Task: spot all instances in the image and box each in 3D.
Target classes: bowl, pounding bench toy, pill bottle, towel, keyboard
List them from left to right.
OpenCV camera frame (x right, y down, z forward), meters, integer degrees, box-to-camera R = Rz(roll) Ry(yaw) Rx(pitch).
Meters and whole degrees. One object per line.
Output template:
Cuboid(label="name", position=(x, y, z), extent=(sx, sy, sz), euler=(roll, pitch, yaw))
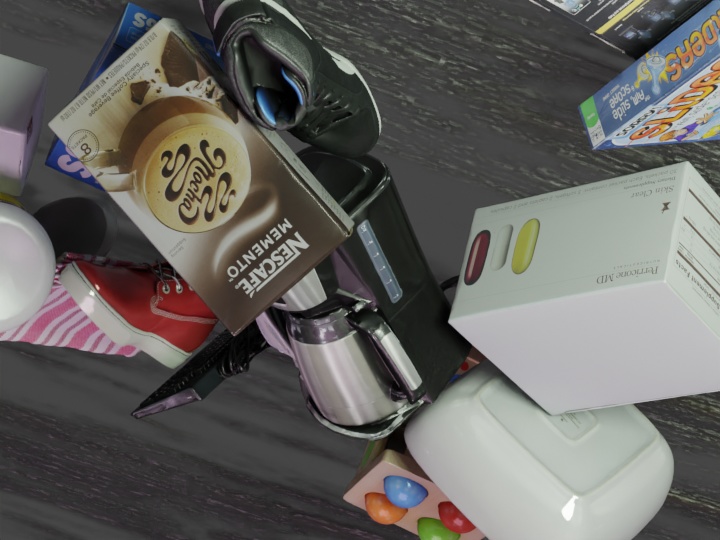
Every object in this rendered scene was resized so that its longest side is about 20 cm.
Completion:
Cuboid(label="pill bottle", position=(-0.327, -0.022, 1.579), extent=(0.109, 0.110, 0.200), euler=(32, 180, -26))
Cuboid(label="towel", position=(-0.231, 0.038, 1.678), extent=(0.146, 0.030, 0.199), euler=(-31, 153, 36))
Cuboid(label="keyboard", position=(-0.128, 0.068, 1.662), extent=(0.104, 0.200, 0.040), euler=(-18, 102, 24))
Cuboid(label="pounding bench toy", position=(0.064, 0.176, 1.733), extent=(0.124, 0.156, 0.200), euler=(26, 152, -7))
Cuboid(label="bowl", position=(0.161, 0.145, 1.584), extent=(0.200, 0.199, 0.075), euler=(45, 136, 17))

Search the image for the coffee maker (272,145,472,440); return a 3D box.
Cuboid(label="coffee maker", position=(0.000, 0.000, 1.503), extent=(0.134, 0.192, 0.200), euler=(0, 132, 32))

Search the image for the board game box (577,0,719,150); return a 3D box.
Cuboid(label="board game box", position=(0.249, -0.137, 1.202), extent=(0.135, 0.035, 0.200), euler=(-7, 162, -31))

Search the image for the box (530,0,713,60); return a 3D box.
Cuboid(label="box", position=(0.184, -0.213, 1.157), extent=(0.161, 0.049, 0.200), euler=(26, 148, -16))

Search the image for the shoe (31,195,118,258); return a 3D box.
Cuboid(label="shoe", position=(-0.270, -0.004, 1.698), extent=(0.200, 0.072, 0.091), euler=(-34, 161, 30))

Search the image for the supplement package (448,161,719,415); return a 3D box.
Cuboid(label="supplement package", position=(0.199, 0.019, 1.471), extent=(0.199, 0.111, 0.156), euler=(-13, 140, 38))

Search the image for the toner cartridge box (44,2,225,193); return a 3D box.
Cuboid(label="toner cartridge box", position=(-0.173, -0.124, 1.473), extent=(0.095, 0.043, 0.200), euler=(22, 149, -14))

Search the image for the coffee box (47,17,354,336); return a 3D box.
Cuboid(label="coffee box", position=(-0.110, -0.068, 1.343), extent=(0.200, 0.113, 0.080), euler=(48, -173, -3))

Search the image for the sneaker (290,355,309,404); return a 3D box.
Cuboid(label="sneaker", position=(-0.009, 0.080, 1.702), extent=(0.088, 0.074, 0.200), euler=(5, 149, 20))

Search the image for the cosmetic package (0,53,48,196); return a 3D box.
Cuboid(label="cosmetic package", position=(-0.355, -0.138, 1.506), extent=(0.199, 0.074, 0.102), euler=(16, 150, -5))

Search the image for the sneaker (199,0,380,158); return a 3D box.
Cuboid(label="sneaker", position=(-0.046, -0.120, 1.337), extent=(0.073, 0.112, 0.200), euler=(-31, 132, 15))

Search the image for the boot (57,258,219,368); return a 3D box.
Cuboid(label="boot", position=(-0.155, -0.001, 1.573), extent=(0.144, 0.072, 0.200), euler=(-42, 155, 7))

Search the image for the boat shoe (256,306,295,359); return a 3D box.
Cuboid(label="boat shoe", position=(-0.071, -0.007, 1.552), extent=(0.067, 0.073, 0.200), euler=(41, 163, 51))
